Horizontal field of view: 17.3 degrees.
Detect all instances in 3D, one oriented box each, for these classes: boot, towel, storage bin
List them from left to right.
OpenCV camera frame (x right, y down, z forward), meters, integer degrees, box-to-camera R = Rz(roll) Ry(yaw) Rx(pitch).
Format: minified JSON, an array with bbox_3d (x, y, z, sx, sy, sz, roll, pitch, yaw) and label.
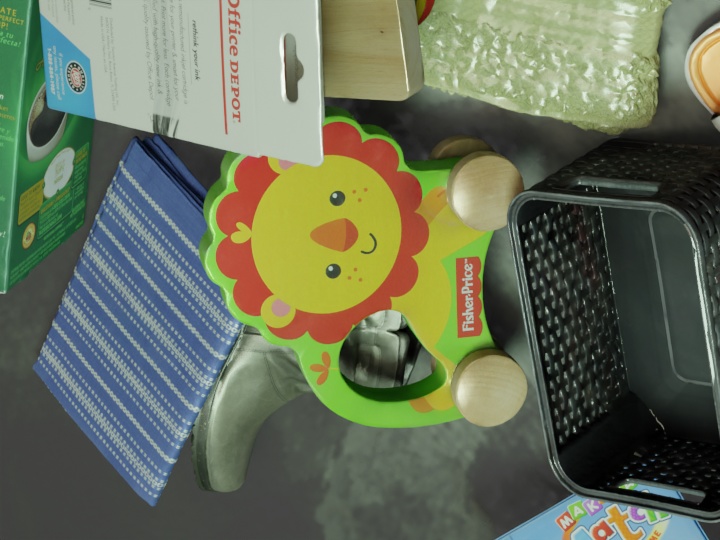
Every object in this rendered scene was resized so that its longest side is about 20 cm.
[{"bbox_3d":[-0.134,0.030,1.514,0.145,0.024,0.200,46,124,31],"label":"towel"},{"bbox_3d":[-0.032,0.068,1.511,0.130,0.068,0.201,15,113,7],"label":"boot"},{"bbox_3d":[0.087,-0.167,1.391,0.199,0.036,0.149,13,115,13],"label":"towel"},{"bbox_3d":[0.178,0.033,1.392,0.135,0.094,0.201,7,116,42],"label":"storage bin"}]

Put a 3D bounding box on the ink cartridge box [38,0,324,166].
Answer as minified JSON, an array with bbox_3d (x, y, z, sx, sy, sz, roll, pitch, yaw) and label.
[{"bbox_3d":[-0.086,-0.137,1.341,0.199,0.068,0.116,15,119,32],"label":"ink cartridge box"}]

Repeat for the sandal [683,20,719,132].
[{"bbox_3d":[0.274,-0.066,1.365,0.207,0.059,0.079,43,117,-4],"label":"sandal"}]

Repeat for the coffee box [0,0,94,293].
[{"bbox_3d":[-0.205,-0.100,1.460,0.044,0.123,0.201,15,117,13],"label":"coffee box"}]

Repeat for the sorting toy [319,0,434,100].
[{"bbox_3d":[-0.048,-0.208,1.371,0.199,0.070,0.199,6,114,34],"label":"sorting toy"}]

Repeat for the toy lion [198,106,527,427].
[{"bbox_3d":[0.000,0.000,1.423,0.191,0.069,0.201,-6,108,-10],"label":"toy lion"}]

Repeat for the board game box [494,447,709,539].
[{"bbox_3d":[0.168,0.233,1.456,0.151,0.037,0.200,-29,74,-4],"label":"board game box"}]
